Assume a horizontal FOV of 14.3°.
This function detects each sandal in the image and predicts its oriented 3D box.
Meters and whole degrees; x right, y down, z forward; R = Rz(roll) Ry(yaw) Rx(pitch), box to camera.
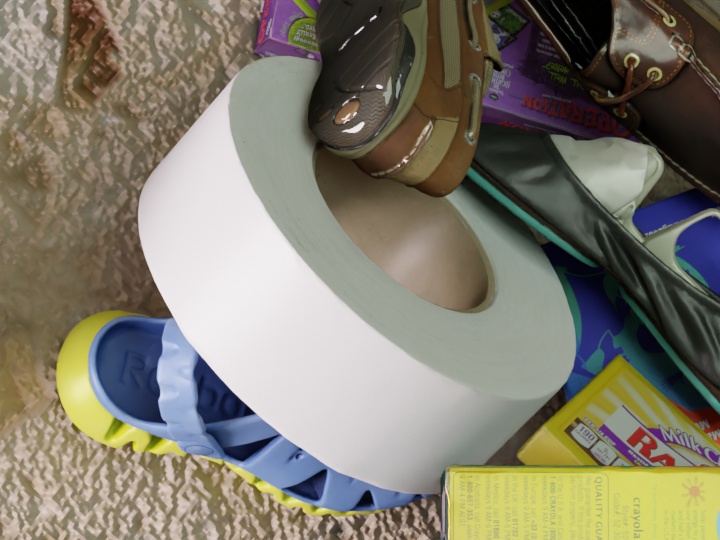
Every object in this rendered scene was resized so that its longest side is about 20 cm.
[{"bbox_3d":[-0.034,0.062,1.303,0.199,0.087,0.080,11,73,-22],"label":"sandal"}]

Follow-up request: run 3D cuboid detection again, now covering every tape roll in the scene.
[{"bbox_3d":[0.000,0.000,1.279,0.202,0.071,0.203,32,29,-20],"label":"tape roll"}]

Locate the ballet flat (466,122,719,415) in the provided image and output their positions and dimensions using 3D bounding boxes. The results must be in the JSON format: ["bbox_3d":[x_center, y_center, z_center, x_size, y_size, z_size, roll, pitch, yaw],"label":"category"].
[{"bbox_3d":[0.130,-0.015,1.325,0.200,0.068,0.068,43,99,-4],"label":"ballet flat"}]

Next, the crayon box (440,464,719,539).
[{"bbox_3d":[0.133,0.148,1.212,0.199,0.051,0.128,1,80,0],"label":"crayon box"}]

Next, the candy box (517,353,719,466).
[{"bbox_3d":[0.167,0.126,1.290,0.200,0.026,0.102,42,28,7],"label":"candy box"}]

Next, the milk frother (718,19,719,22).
[{"bbox_3d":[0.248,-0.163,1.413,0.179,0.188,0.201,8,72,-14],"label":"milk frother"}]

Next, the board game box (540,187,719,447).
[{"bbox_3d":[0.178,0.062,1.371,0.151,0.045,0.201,-21,80,-1],"label":"board game box"}]

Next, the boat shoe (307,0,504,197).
[{"bbox_3d":[0.025,-0.101,1.313,0.074,0.076,0.201,39,35,-21],"label":"boat shoe"}]

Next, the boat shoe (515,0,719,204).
[{"bbox_3d":[0.124,-0.105,1.343,0.200,0.070,0.070,50,42,11],"label":"boat shoe"}]

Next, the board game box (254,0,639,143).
[{"bbox_3d":[0.053,-0.137,1.415,0.199,0.032,0.121,17,68,-17],"label":"board game box"}]
